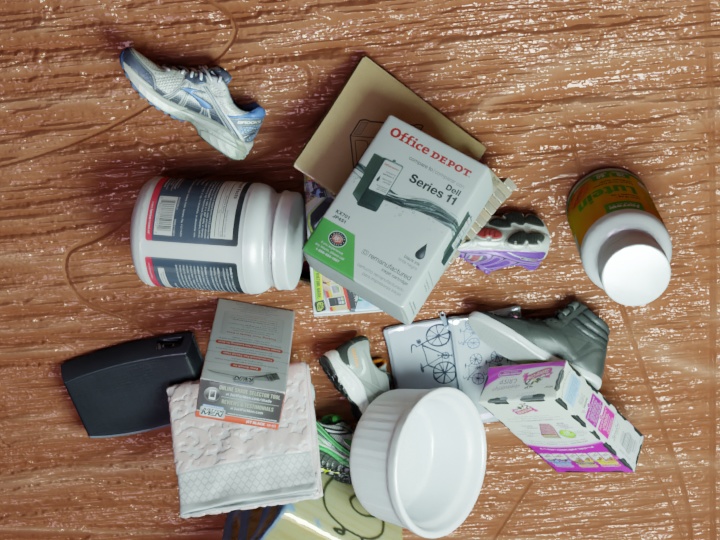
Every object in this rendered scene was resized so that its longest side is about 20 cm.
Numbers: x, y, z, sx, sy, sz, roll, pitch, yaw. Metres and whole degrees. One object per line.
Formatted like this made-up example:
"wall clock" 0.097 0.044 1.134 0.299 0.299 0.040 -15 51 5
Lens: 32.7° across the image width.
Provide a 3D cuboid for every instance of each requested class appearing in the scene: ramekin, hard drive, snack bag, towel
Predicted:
"ramekin" 0.075 0.255 1.666 0.097 0.200 0.201 2 125 41
"hard drive" -0.312 0.168 1.728 0.199 0.042 0.135 -14 117 7
"snack bag" 0.137 0.143 1.723 0.199 0.021 0.190 -8 117 5
"towel" -0.157 0.226 1.649 0.199 0.192 0.032 -10 154 2

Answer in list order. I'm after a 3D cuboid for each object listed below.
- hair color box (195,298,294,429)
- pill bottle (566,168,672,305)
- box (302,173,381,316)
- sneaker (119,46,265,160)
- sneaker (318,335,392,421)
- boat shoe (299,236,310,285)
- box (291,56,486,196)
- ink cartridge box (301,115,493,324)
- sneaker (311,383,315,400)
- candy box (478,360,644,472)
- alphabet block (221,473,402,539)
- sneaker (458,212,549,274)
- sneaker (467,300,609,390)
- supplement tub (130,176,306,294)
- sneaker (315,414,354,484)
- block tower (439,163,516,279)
"hair color box" -0.149 0.120 1.613 0.110 0.200 0.064 10 117 -4
"pill bottle" 0.324 -0.040 1.525 0.110 0.200 0.112 0 118 0
"box" -0.014 -0.045 1.571 0.109 0.035 0.201 -5 90 2
"sneaker" -0.204 -0.225 1.516 0.200 0.077 0.085 33 103 -23
"sneaker" 0.020 0.176 1.715 0.079 0.074 0.201 -37 122 -13
"boat shoe" 0.000 0.000 1.624 0.199 0.066 0.074 1 118 0
"box" 0.038 -0.142 1.535 0.200 0.021 0.164 34 84 -16
"ink cartridge box" 0.046 -0.062 1.452 0.146 0.083 0.201 29 79 15
"sneaker" -0.140 0.226 1.737 0.200 0.077 0.076 -42 108 17
"candy box" 0.275 0.203 1.675 0.136 0.061 0.200 -9 139 45
"alphabet block" -0.072 0.393 1.759 0.199 0.196 0.197 30 116 -15
"sneaker" 0.146 -0.029 1.607 0.199 0.081 0.084 8 135 3
"sneaker" 0.247 0.078 1.657 0.199 0.100 0.071 25 159 0
"supplement tub" -0.178 -0.044 1.549 0.199 0.141 0.141 5 118 9
"sneaker" -0.018 0.248 1.718 0.199 0.086 0.078 24 153 -30
"block tower" 0.105 -0.048 1.522 0.058 0.054 0.200 44 80 -15
